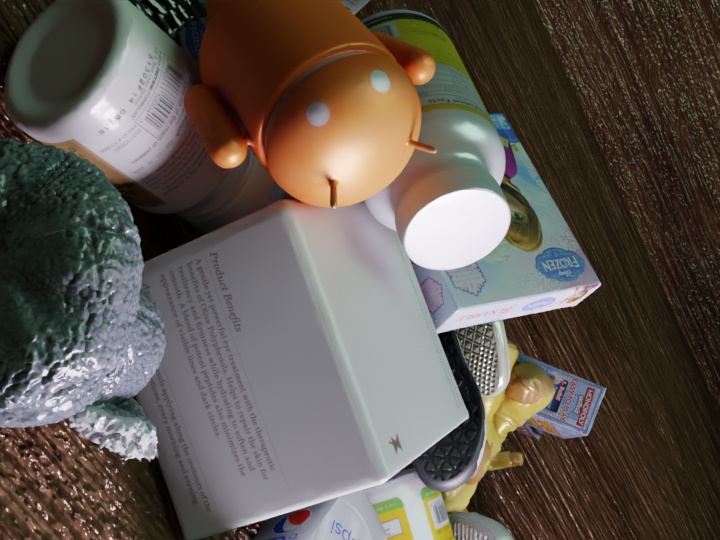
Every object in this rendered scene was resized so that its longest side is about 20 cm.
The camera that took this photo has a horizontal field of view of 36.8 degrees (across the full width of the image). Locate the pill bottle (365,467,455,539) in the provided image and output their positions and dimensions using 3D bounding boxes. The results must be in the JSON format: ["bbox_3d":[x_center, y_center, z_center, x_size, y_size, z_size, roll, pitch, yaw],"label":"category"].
[{"bbox_3d":[0.038,0.279,0.921,0.111,0.110,0.201,1,71,-66],"label":"pill bottle"}]

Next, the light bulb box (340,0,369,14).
[{"bbox_3d":[-0.065,-0.348,1.037,0.201,0.198,0.125,58,19,14],"label":"light bulb box"}]

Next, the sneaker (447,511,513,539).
[{"bbox_3d":[0.107,0.253,0.994,0.081,0.200,0.074,-15,78,-23],"label":"sneaker"}]

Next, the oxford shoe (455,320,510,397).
[{"bbox_3d":[0.104,0.020,1.021,0.058,0.075,0.201,-1,67,-44],"label":"oxford shoe"}]

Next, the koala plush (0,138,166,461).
[{"bbox_3d":[-0.173,0.029,0.601,0.200,0.183,0.179,46,31,-66],"label":"koala plush"}]

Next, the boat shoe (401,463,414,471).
[{"bbox_3d":[0.064,0.135,1.049,0.073,0.201,0.063,35,-12,12],"label":"boat shoe"}]

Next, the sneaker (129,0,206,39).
[{"bbox_3d":[-0.151,-0.229,0.897,0.084,0.120,0.201,55,27,-31],"label":"sneaker"}]

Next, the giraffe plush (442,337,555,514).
[{"bbox_3d":[0.092,0.176,1.122,0.162,0.171,0.201,-51,153,-53],"label":"giraffe plush"}]

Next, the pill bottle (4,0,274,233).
[{"bbox_3d":[-0.153,-0.107,0.802,0.200,0.114,0.115,38,38,-52],"label":"pill bottle"}]

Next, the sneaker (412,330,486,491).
[{"bbox_3d":[0.071,0.111,0.957,0.083,0.071,0.201,74,7,-50],"label":"sneaker"}]

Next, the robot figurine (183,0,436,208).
[{"bbox_3d":[-0.034,-0.124,0.736,0.143,0.117,0.200,6,37,-46],"label":"robot figurine"}]

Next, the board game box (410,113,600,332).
[{"bbox_3d":[0.099,-0.051,0.975,0.199,0.041,0.200,-9,64,-42],"label":"board game box"}]

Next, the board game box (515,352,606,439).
[{"bbox_3d":[0.186,0.146,1.248,0.062,0.199,0.200,-64,152,-15],"label":"board game box"}]

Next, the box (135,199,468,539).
[{"bbox_3d":[-0.050,0.064,0.817,0.200,0.170,0.200,-13,81,-67],"label":"box"}]

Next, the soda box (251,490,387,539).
[{"bbox_3d":[-0.052,0.229,0.789,0.064,0.068,0.200,65,28,-10],"label":"soda box"}]

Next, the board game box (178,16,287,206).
[{"bbox_3d":[-0.092,-0.138,1.058,0.200,0.041,0.201,14,60,-63],"label":"board game box"}]

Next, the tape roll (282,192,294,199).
[{"bbox_3d":[0.000,0.000,1.036,0.200,0.084,0.202,11,78,-64],"label":"tape roll"}]

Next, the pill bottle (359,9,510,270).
[{"bbox_3d":[0.045,-0.099,0.825,0.112,0.112,0.201,44,21,-46],"label":"pill bottle"}]
